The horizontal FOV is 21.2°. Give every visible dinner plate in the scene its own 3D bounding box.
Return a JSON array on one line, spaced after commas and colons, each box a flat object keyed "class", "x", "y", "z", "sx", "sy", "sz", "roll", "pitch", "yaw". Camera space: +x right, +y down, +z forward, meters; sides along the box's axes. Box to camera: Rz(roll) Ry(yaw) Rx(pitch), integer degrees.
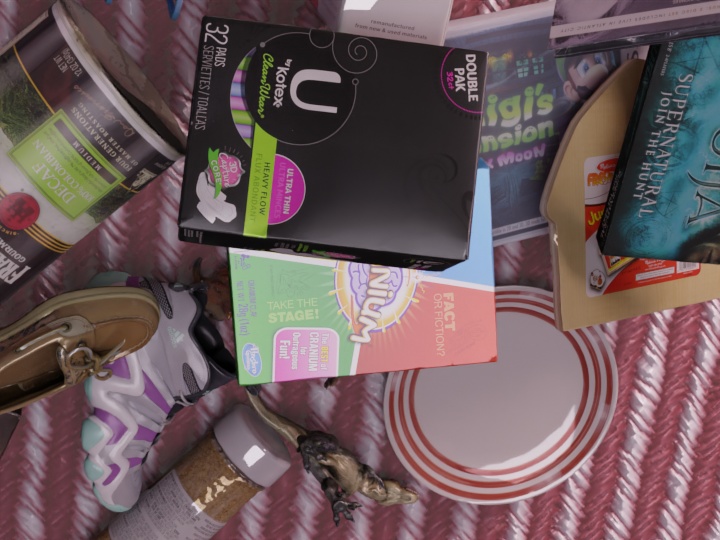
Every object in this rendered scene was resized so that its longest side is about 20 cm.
[{"class": "dinner plate", "x": 0.115, "y": 0.102, "z": 1.597, "sx": 0.198, "sy": 0.024, "sz": 0.202, "roll": -3, "pitch": 112, "yaw": -7}]

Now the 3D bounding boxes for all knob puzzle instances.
[{"class": "knob puzzle", "x": 0.212, "y": -0.066, "z": 1.509, "sx": 0.218, "sy": 0.030, "sz": 0.222, "roll": -7, "pitch": 102, "yaw": -34}]

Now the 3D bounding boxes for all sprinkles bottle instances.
[{"class": "sprinkles bottle", "x": -0.148, "y": 0.198, "z": 1.570, "sx": 0.200, "sy": 0.068, "sz": 0.068, "roll": -43, "pitch": 112, "yaw": 9}]

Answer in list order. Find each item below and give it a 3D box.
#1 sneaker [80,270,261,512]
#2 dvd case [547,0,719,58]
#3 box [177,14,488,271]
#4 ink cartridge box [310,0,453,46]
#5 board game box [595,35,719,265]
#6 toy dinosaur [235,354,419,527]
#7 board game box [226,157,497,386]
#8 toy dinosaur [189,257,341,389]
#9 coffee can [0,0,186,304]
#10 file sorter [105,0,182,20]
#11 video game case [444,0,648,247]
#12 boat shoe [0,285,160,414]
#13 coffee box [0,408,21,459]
[{"class": "sneaker", "x": -0.146, "y": 0.101, "z": 1.512, "sx": 0.139, "sy": 0.078, "sz": 0.202, "roll": 2, "pitch": 113, "yaw": 6}, {"class": "dvd case", "x": 0.216, "y": -0.240, "z": 1.361, "sx": 0.148, "sy": 0.201, "sz": 0.016, "roll": -5, "pitch": 144, "yaw": 27}, {"class": "box", "x": -0.021, "y": -0.084, "z": 1.339, "sx": 0.198, "sy": 0.124, "sz": 0.150, "roll": 7, "pitch": 86, "yaw": -5}, {"class": "ink cartridge box", "x": 0.027, "y": -0.273, "z": 1.365, "sx": 0.082, "sy": 0.147, "sz": 0.202, "roll": 7, "pitch": 110, "yaw": -15}, {"class": "board game box", "x": 0.262, "y": -0.093, "z": 1.417, "sx": 0.134, "sy": 0.028, "sz": 0.201, "roll": 4, "pitch": 126, "yaw": -9}, {"class": "toy dinosaur", "x": -0.031, "y": 0.152, "z": 1.559, "sx": 0.047, "sy": 0.088, "sz": 0.200, "roll": -44, "pitch": 112, "yaw": 10}, {"class": "board game box", "x": 0.000, "y": 0.000, "z": 1.440, "sx": 0.198, "sy": 0.040, "sz": 0.154, "roll": -5, "pitch": 104, "yaw": -6}, {"class": "toy dinosaur", "x": -0.031, "y": -0.006, "z": 1.502, "sx": 0.200, "sy": 0.086, "sz": 0.136, "roll": -44, "pitch": 105, "yaw": 4}, {"class": "coffee can", "x": -0.246, "y": -0.081, "z": 1.401, "sx": 0.200, "sy": 0.147, "sz": 0.147, "roll": -38, "pitch": 112, "yaw": 7}, {"class": "file sorter", "x": -0.209, "y": -0.268, "z": 1.344, "sx": 0.198, "sy": 0.123, "sz": 0.140, "roll": 11, "pitch": 109, "yaw": -13}, {"class": "video game case", "x": 0.136, "y": -0.114, "z": 1.486, "sx": 0.198, "sy": 0.023, "sz": 0.183, "roll": -14, "pitch": 114, "yaw": -20}, {"class": "boat shoe", "x": -0.239, "y": 0.072, "z": 1.423, "sx": 0.199, "sy": 0.063, "sz": 0.074, "roll": -21, "pitch": 140, "yaw": -4}, {"class": "coffee box", "x": -0.355, "y": 0.160, "z": 1.516, "sx": 0.112, "sy": 0.080, "sz": 0.201, "roll": 22, "pitch": 107, "yaw": -16}]
